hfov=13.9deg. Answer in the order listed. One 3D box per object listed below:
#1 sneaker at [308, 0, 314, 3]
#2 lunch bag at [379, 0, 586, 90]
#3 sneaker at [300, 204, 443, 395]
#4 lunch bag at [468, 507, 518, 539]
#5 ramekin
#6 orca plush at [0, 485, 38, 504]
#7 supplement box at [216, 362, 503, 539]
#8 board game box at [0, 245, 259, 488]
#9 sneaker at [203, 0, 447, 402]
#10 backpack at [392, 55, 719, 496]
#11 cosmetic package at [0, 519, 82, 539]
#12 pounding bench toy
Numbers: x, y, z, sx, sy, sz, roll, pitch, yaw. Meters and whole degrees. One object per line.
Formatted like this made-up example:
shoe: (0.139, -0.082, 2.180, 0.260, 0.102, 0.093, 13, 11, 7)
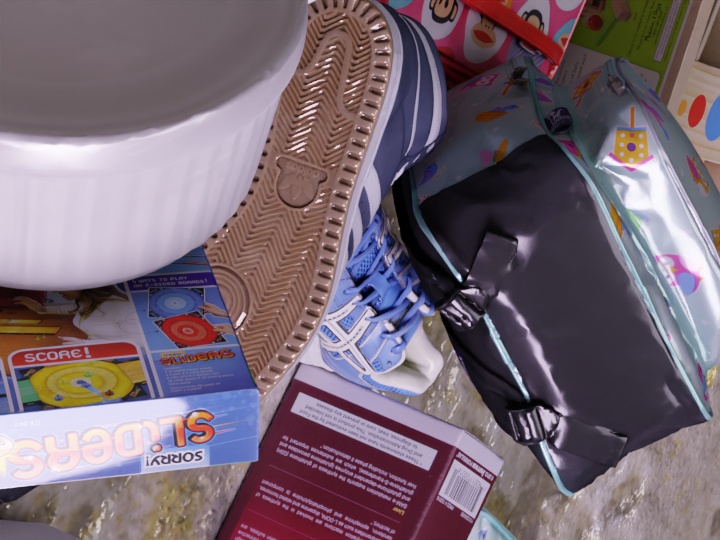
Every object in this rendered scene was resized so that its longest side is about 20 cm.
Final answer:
sneaker: (-0.050, -0.203, 1.219, 0.075, 0.099, 0.201, -22, 93, -41)
lunch bag: (0.047, -0.164, 1.471, 0.200, 0.082, 0.177, 23, 93, -60)
sneaker: (0.000, 0.000, 1.454, 0.076, 0.077, 0.200, -57, 160, -16)
lunch bag: (0.020, 0.224, 1.653, 0.201, 0.077, 0.160, -61, 148, -14)
ramekin: (-0.122, -0.078, 1.148, 0.202, 0.202, 0.095, -38, 149, -41)
orca plush: (-0.156, 0.014, 1.263, 0.071, 0.105, 0.201, -86, 169, -46)
supplement box: (-0.020, 0.162, 1.524, 0.201, 0.108, 0.061, -64, 149, -8)
board game box: (-0.149, 0.034, 1.129, 0.199, 0.136, 0.035, -5, 120, -12)
sneaker: (-0.020, -0.029, 1.330, 0.201, 0.070, 0.108, -67, 166, 11)
backpack: (0.098, -0.016, 1.427, 0.153, 0.200, 0.176, -33, 112, 0)
cosmetic package: (-0.186, 0.216, 1.282, 0.200, 0.123, 0.200, 15, 95, -58)
pounding bench toy: (0.144, -0.084, 1.619, 0.156, 0.124, 0.201, 10, 100, -59)
